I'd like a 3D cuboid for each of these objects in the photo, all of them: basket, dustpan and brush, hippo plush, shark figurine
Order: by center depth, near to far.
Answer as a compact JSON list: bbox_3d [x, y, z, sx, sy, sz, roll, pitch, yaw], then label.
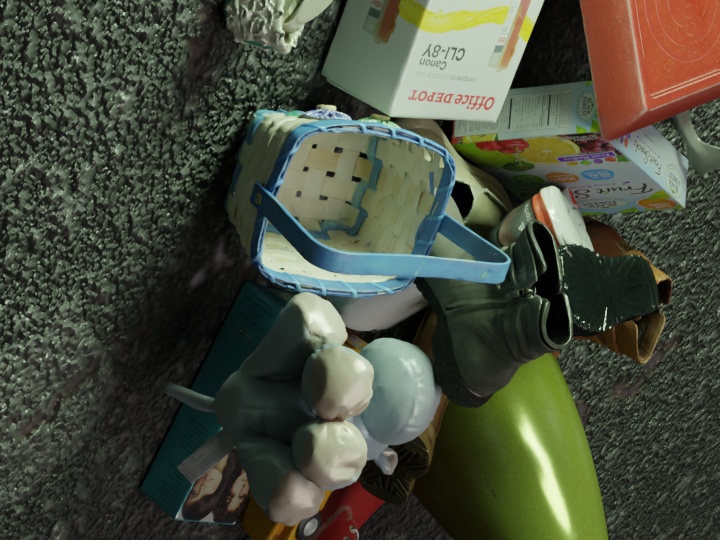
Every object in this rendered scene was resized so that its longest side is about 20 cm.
[{"bbox_3d":[-0.005,-0.043,1.504,0.175,0.200,0.140,5,116,-37],"label":"basket"},{"bbox_3d":[-0.020,0.123,1.545,0.160,0.160,0.200,13,142,-42],"label":"hippo plush"},{"bbox_3d":[0.000,0.000,1.662,0.139,0.058,0.199,-33,162,31],"label":"dustpan and brush"},{"bbox_3d":[0.293,-0.190,1.781,0.089,0.216,0.128,-29,142,32],"label":"shark figurine"}]

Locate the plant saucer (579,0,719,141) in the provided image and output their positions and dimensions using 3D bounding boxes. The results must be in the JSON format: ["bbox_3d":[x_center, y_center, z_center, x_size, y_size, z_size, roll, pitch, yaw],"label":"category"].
[{"bbox_3d":[0.261,-0.227,1.656,0.199,0.037,0.201,-22,107,-39],"label":"plant saucer"}]

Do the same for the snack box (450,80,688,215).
[{"bbox_3d":[0.186,-0.102,1.748,0.200,0.141,0.053,31,62,-56],"label":"snack box"}]

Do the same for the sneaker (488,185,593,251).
[{"bbox_3d":[0.153,-0.026,1.729,0.081,0.078,0.200,-23,164,12],"label":"sneaker"}]

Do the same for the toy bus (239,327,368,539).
[{"bbox_3d":[-0.049,0.146,1.736,0.078,0.065,0.201,13,107,-53],"label":"toy bus"}]

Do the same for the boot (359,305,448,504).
[{"bbox_3d":[0.059,0.086,1.738,0.175,0.066,0.201,112,3,-66],"label":"boot"}]

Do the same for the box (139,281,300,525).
[{"bbox_3d":[-0.100,0.112,1.661,0.082,0.049,0.201,14,106,-53],"label":"box"}]

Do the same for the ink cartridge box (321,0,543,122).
[{"bbox_3d":[0.073,-0.222,1.568,0.145,0.083,0.201,-1,119,-50],"label":"ink cartridge box"}]

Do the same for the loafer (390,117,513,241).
[{"bbox_3d":[0.074,-0.056,1.700,0.075,0.069,0.200,-26,143,20],"label":"loafer"}]

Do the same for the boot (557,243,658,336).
[{"bbox_3d":[0.139,0.034,1.654,0.198,0.162,0.074,-2,76,-56],"label":"boot"}]

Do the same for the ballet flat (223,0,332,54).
[{"bbox_3d":[-0.022,-0.242,1.456,0.201,0.072,0.072,-57,145,1],"label":"ballet flat"}]

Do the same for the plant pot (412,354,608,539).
[{"bbox_3d":[0.144,0.203,1.848,0.186,0.201,0.188,-16,140,-14],"label":"plant pot"}]

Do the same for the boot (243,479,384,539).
[{"bbox_3d":[-0.011,0.263,1.808,0.200,0.144,0.073,-37,139,-27],"label":"boot"}]

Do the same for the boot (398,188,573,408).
[{"bbox_3d":[0.104,-0.004,1.547,0.067,0.201,0.131,9,144,-37],"label":"boot"}]

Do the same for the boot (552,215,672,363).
[{"bbox_3d":[0.218,0.047,1.897,0.076,0.155,0.201,-17,130,-42],"label":"boot"}]
